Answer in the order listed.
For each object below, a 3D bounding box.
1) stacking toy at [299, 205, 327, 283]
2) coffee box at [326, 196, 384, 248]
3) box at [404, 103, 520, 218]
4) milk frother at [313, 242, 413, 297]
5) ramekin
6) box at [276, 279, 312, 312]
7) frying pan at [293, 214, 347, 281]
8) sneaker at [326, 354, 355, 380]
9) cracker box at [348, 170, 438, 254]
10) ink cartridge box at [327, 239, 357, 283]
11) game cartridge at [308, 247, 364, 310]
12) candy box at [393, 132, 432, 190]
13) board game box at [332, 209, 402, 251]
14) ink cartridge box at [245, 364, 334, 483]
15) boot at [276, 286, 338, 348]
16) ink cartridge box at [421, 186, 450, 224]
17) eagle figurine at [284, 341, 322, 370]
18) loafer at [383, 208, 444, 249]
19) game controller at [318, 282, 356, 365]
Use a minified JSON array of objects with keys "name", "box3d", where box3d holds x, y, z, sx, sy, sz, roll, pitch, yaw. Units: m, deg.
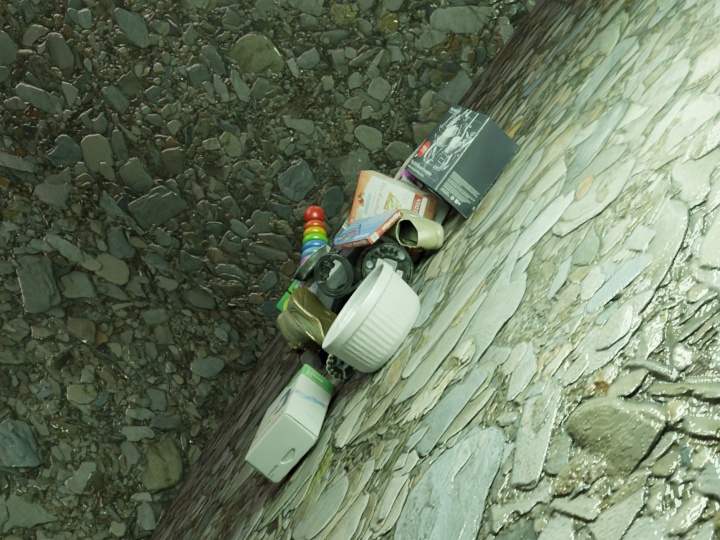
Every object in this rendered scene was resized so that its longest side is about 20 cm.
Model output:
[{"name":"stacking toy","box3d":[-0.111,-0.074,1.795,0.085,0.084,0.204,-45,40,49]},{"name":"coffee box","box3d":[0.030,-0.078,1.836,0.115,0.199,0.080,-56,8,-35]},{"name":"box","box3d":[0.211,-0.239,1.547,0.183,0.103,0.200,-52,25,6]},{"name":"milk frother","box3d":[0.000,0.000,1.656,0.182,0.198,0.188,-57,6,-3]},{"name":"ramekin","box3d":[0.026,0.096,1.361,0.201,0.104,0.200,-52,6,8]},{"name":"box","box3d":[-0.104,0.107,1.831,0.118,0.199,0.048,-51,6,4]},{"name":"frying pan","box3d":[-0.078,-0.042,1.630,0.190,0.031,0.115,-45,-10,6]},{"name":"sneaker","box3d":[-0.008,0.134,1.545,0.201,0.078,0.090,-54,3,-1]},{"name":"cracker box","box3d":[0.074,-0.139,1.698,0.057,0.198,0.137,-12,-58,-53]},{"name":"ink cartridge box","box3d":[-0.036,0.021,1.867,0.100,0.200,0.039,-56,23,-19]},{"name":"game cartridge","box3d":[-0.055,0.019,1.742,0.201,0.038,0.131,-50,-30,-31]},{"name":"candy box","box3d":[0.133,-0.241,1.802,0.137,0.061,0.200,-56,6,-16]},{"name":"board game box","box3d":[0.006,-0.087,1.616,0.103,0.020,0.199,-42,16,-23]},{"name":"ink cartridge box","box3d":[-0.138,0.306,1.463,0.146,0.087,0.201,-50,9,21]},{"name":"boot","box3d":[-0.107,0.149,1.681,0.072,0.200,0.155,-39,-7,-37]},{"name":"ink cartridge box","box3d":[0.173,-0.172,1.808,0.201,0.087,0.145,-56,6,-33]},{"name":"eagle figurine","box3d":[-0.124,0.155,1.949,0.202,0.150,0.152,-58,-7,24]},{"name":"loafer","box3d":[0.099,-0.092,1.588,0.198,0.067,0.077,18,106,52]},{"name":"game controller","box3d":[-0.051,0.128,1.753,0.104,0.042,0.204,-3,-69,-63]}]
